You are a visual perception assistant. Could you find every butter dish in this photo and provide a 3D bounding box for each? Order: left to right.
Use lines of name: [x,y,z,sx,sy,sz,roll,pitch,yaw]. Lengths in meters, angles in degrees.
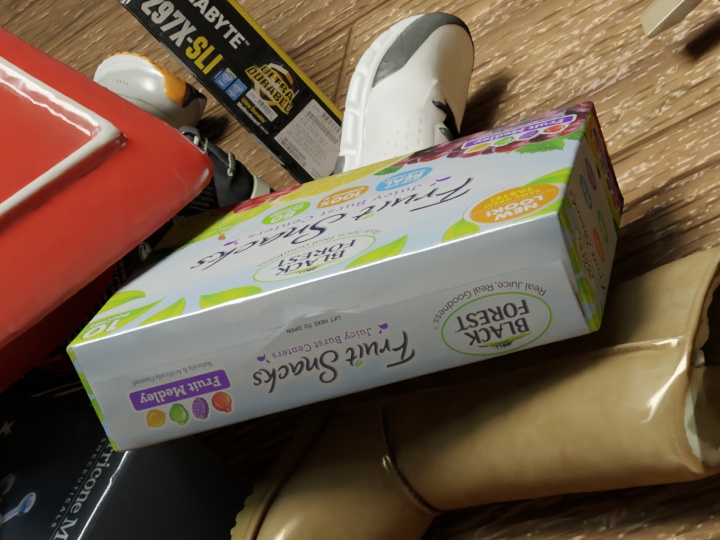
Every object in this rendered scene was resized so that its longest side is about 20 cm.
butter dish: [-0.196,-0.004,0.758,0.198,0.149,0.200,31,48,20]

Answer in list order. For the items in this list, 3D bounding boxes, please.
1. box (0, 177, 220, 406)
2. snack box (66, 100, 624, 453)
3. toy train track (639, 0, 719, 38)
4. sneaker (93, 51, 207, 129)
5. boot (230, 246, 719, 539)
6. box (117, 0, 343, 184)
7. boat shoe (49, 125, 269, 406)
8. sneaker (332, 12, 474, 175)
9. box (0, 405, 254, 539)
box: [-0.176,0.013,0.887,0.198,0.122,0.107,-18,79,20]
snack box: [0.000,0.000,0.685,0.198,0.053,0.142,-16,19,18]
toy train track: [0.177,-0.161,0.795,0.115,0.032,0.201,-44,22,23]
sneaker: [-0.172,-0.074,1.130,0.199,0.075,0.093,-20,46,53]
boot: [0.048,0.077,0.642,0.199,0.066,0.176,-16,42,42]
box: [-0.089,-0.138,0.990,0.049,0.160,0.200,-46,28,2]
boat shoe: [-0.138,0.009,0.976,0.201,0.068,0.072,-52,29,-2]
sneaker: [0.027,-0.041,0.825,0.079,0.074,0.201,-1,56,35]
box: [-0.143,0.151,0.767,0.199,0.107,0.149,-6,48,50]
